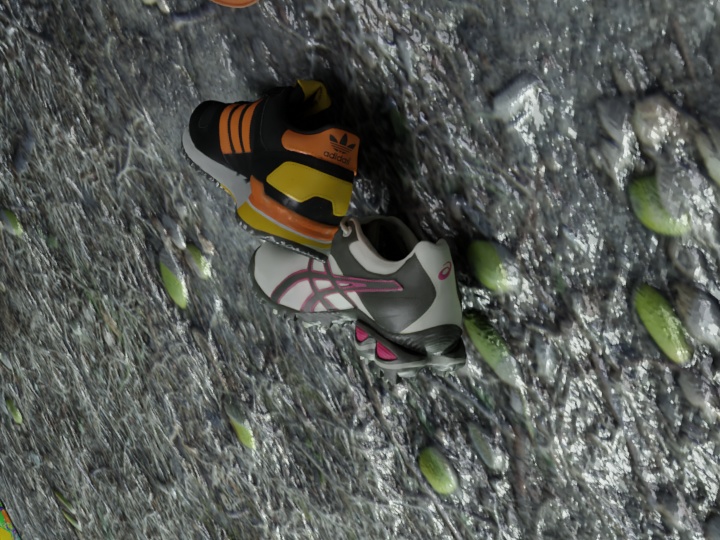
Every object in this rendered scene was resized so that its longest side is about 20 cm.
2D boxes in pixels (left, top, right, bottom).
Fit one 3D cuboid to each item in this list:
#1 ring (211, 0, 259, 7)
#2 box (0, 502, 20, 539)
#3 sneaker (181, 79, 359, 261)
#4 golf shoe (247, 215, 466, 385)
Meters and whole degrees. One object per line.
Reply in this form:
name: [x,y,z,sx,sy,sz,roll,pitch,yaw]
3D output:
ring: [-0.105,-0.253,1.022,0.200,0.019,0.201,41,150,30]
box: [-0.580,0.451,2.447,0.122,0.200,0.194,4,123,59]
sneaker: [-0.048,-0.081,1.057,0.090,0.070,0.200,-62,29,13]
golf shoe: [0.000,0.000,1.078,0.200,0.077,0.089,25,117,49]
